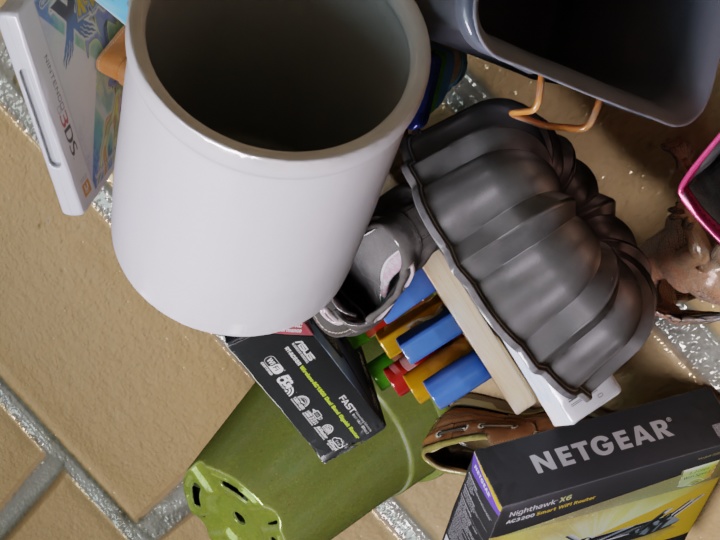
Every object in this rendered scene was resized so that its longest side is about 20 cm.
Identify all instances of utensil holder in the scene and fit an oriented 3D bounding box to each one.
[{"bbox_3d":[-0.061,-0.076,1.047,0.170,0.170,0.200,39,148,13],"label":"utensil holder"}]

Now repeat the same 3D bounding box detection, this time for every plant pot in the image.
[{"bbox_3d":[-0.049,0.164,1.559,0.200,0.190,0.200,28,141,26],"label":"plant pot"}]

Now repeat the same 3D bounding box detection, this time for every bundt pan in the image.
[{"bbox_3d":[0.114,-0.023,1.090,0.076,0.202,0.202,-34,98,18],"label":"bundt pan"}]

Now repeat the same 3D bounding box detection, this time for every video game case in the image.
[{"bbox_3d":[-0.211,-0.174,1.399,0.022,0.200,0.182,2,129,19],"label":"video game case"}]

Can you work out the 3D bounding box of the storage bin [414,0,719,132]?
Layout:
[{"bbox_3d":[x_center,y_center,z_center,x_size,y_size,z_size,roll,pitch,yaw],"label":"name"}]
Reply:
[{"bbox_3d":[0.104,-0.160,1.062,0.134,0.200,0.146,12,88,53],"label":"storage bin"}]

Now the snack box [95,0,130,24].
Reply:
[{"bbox_3d":[-0.139,-0.212,1.289,0.116,0.200,0.037,40,109,16],"label":"snack box"}]

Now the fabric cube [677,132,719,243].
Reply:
[{"bbox_3d":[0.322,-0.078,0.902,0.196,0.199,0.200,42,145,7],"label":"fabric cube"}]

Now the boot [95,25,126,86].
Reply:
[{"bbox_3d":[-0.140,-0.133,1.351,0.155,0.200,0.074,25,129,18],"label":"boot"}]

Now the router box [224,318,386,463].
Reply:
[{"bbox_3d":[-0.057,0.034,1.425,0.150,0.062,0.200,54,-169,-37],"label":"router box"}]

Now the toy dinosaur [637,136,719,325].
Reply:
[{"bbox_3d":[0.245,0.001,1.171,0.200,0.086,0.136,17,135,31],"label":"toy dinosaur"}]

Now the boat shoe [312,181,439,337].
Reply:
[{"bbox_3d":[0.000,0.000,1.186,0.067,0.057,0.200,49,145,4],"label":"boat shoe"}]

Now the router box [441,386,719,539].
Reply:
[{"bbox_3d":[0.167,0.172,1.323,0.157,0.200,0.052,102,149,-51],"label":"router box"}]

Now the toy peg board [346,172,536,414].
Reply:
[{"bbox_3d":[0.024,0.020,1.331,0.200,0.098,0.199,56,-178,-13],"label":"toy peg board"}]

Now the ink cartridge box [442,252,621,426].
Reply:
[{"bbox_3d":[0.109,0.038,1.299,0.160,0.047,0.200,57,171,3],"label":"ink cartridge box"}]

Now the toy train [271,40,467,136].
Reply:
[{"bbox_3d":[-0.031,-0.153,1.190,0.200,0.116,0.085,19,110,16],"label":"toy train"}]

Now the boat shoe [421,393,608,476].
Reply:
[{"bbox_3d":[0.137,0.151,1.447,0.200,0.068,0.072,-1,122,47],"label":"boat shoe"}]
